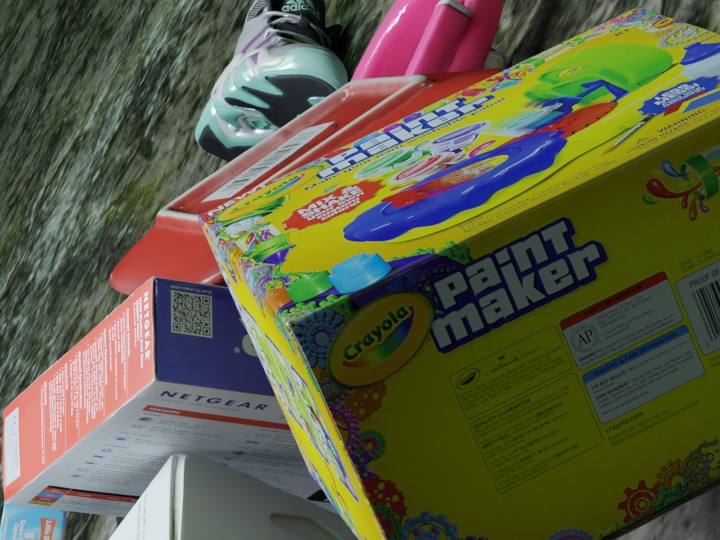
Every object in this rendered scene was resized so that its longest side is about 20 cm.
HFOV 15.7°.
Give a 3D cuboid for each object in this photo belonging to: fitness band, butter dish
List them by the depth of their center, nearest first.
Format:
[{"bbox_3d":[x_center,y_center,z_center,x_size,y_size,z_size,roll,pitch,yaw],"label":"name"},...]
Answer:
[{"bbox_3d":[0.000,0.000,1.288,0.200,0.148,0.199,-35,12,-12],"label":"butter dish"},{"bbox_3d":[0.017,-0.087,1.458,0.200,0.037,0.144,-64,16,-13],"label":"fitness band"}]

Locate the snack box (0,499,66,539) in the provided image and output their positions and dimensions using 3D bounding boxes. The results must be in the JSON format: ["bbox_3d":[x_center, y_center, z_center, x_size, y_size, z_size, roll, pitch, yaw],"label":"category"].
[{"bbox_3d":[-0.180,0.233,1.349,0.116,0.037,0.200,99,176,-51],"label":"snack box"}]

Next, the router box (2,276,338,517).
[{"bbox_3d":[-0.039,0.070,1.195,0.179,0.200,0.049,-37,50,54],"label":"router box"}]

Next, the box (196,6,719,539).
[{"bbox_3d":[0.066,0.008,0.958,0.200,0.122,0.193,-26,16,-7],"label":"box"}]

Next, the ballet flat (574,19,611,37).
[{"bbox_3d":[0.095,-0.039,1.189,0.057,0.066,0.200,-51,18,54],"label":"ballet flat"}]

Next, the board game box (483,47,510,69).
[{"bbox_3d":[0.014,-0.036,1.498,0.200,0.032,0.120,-42,22,50],"label":"board game box"}]

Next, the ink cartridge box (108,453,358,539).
[{"bbox_3d":[-0.072,0.197,1.190,0.200,0.146,0.083,-54,23,29],"label":"ink cartridge box"}]

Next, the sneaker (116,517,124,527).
[{"bbox_3d":[-0.076,0.183,1.371,0.200,0.077,0.112,-137,50,-57],"label":"sneaker"}]

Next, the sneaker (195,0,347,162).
[{"bbox_3d":[-0.046,-0.158,1.767,0.200,0.078,0.140,-23,44,64],"label":"sneaker"}]
